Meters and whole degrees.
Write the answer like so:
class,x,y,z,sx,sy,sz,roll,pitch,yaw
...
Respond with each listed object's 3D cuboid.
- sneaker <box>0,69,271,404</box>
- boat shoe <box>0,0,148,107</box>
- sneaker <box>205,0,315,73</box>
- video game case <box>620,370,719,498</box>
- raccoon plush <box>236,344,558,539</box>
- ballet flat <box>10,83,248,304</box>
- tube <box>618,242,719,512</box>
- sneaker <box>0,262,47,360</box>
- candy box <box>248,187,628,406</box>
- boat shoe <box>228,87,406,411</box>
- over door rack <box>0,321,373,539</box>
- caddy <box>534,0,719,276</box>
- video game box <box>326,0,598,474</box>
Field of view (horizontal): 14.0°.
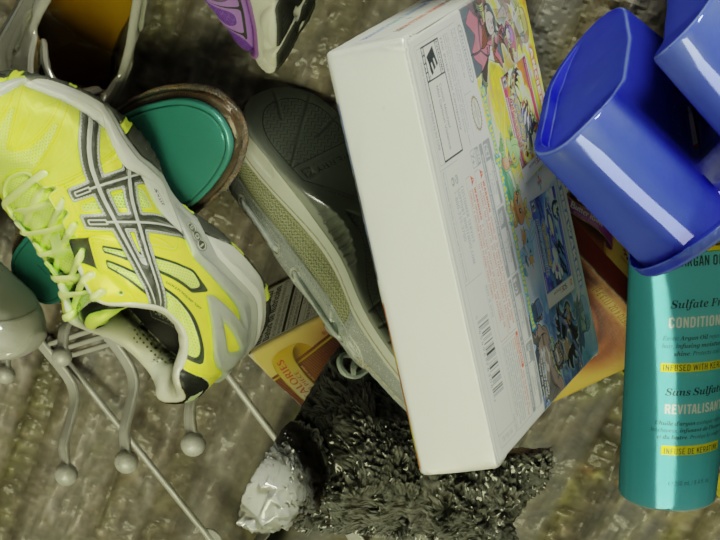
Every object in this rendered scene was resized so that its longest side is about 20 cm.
class,x,y,z,sx,sy,sz,roll,pitch,yaw
sneaker,-0.129,-0.018,1.444,0.200,0.077,0.075,42,136,-12
boat shoe,-0.146,-0.107,1.471,0.071,0.070,0.200,25,132,-10
sneaker,-0.061,-0.161,1.372,0.083,0.081,0.200,23,165,15
video game case,0.263,0.067,1.566,0.199,0.026,0.181,-23,123,28
raccoon plush,0.018,0.124,1.495,0.134,0.200,0.097,27,120,5
ballet flat,-0.112,-0.051,1.515,0.200,0.067,0.068,-33,96,42
tube,0.163,0.021,1.484,0.077,0.050,0.201,-6,110,-26
sneaker,-0.243,-0.028,1.531,0.200,0.075,0.100,36,125,13
candy box,0.053,0.027,1.557,0.200,0.057,0.117,-27,122,33
boat shoe,-0.002,0.000,1.484,0.202,0.074,0.065,52,141,17
over door rack,-0.097,0.101,1.615,0.200,0.067,0.148,43,149,-22
caddy,0.162,-0.077,1.348,0.105,0.200,0.141,43,112,-11
video game box,0.052,-0.028,1.376,0.047,0.182,0.201,-8,102,24
